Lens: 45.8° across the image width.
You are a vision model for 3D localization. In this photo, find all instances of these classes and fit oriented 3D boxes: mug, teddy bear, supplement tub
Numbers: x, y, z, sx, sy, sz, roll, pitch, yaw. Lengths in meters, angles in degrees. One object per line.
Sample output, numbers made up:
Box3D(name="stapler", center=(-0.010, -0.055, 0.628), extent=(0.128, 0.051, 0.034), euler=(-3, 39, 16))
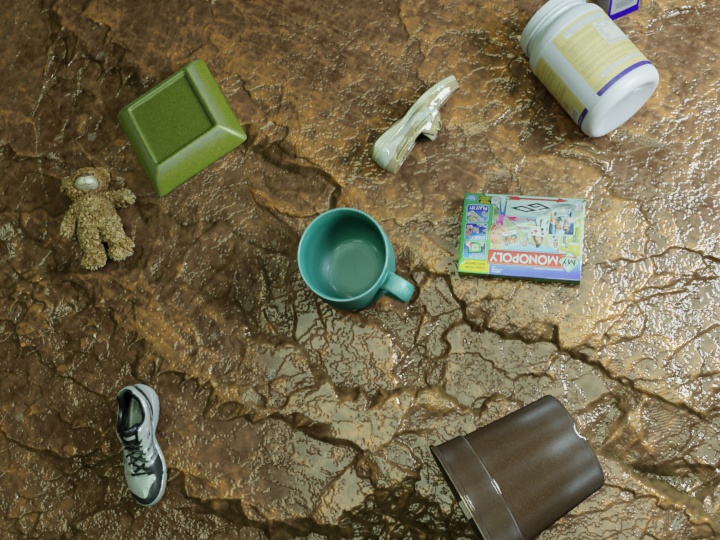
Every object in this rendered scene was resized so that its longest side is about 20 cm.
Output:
Box3D(name="mug", center=(-0.011, 0.001, 1.390), extent=(0.150, 0.114, 0.187), euler=(-28, 73, 4))
Box3D(name="teddy bear", center=(-0.480, -0.100, 1.542), extent=(0.142, 0.067, 0.204), euler=(-6, 76, 8))
Box3D(name="supplement tub", center=(0.364, -0.333, 1.372), extent=(0.145, 0.145, 0.201), euler=(-35, 72, 2))

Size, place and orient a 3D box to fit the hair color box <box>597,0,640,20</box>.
Box3D(name="hair color box", center=(0.408, -0.538, 1.431), extent=(0.064, 0.109, 0.203), euler=(-22, 74, 6))

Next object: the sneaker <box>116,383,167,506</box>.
Box3D(name="sneaker", center=(-0.375, 0.290, 1.414), extent=(0.074, 0.088, 0.203), euler=(-13, 76, 7))

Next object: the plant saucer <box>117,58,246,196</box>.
Box3D(name="plant saucer", center=(-0.339, -0.273, 1.563), extent=(0.198, 0.048, 0.202), euler=(-33, 72, 3))

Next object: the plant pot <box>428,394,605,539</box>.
Box3D(name="plant pot", center=(0.231, 0.294, 1.235), extent=(0.196, 0.201, 0.202), euler=(-29, 72, -5))

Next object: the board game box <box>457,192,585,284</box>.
Box3D(name="board game box", center=(0.262, -0.053, 1.388), extent=(0.196, 0.029, 0.137), euler=(4, 77, 13))

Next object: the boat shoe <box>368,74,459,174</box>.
Box3D(name="boat shoe", center=(0.103, -0.246, 1.453), extent=(0.200, 0.074, 0.066), euler=(-45, 85, 1))
